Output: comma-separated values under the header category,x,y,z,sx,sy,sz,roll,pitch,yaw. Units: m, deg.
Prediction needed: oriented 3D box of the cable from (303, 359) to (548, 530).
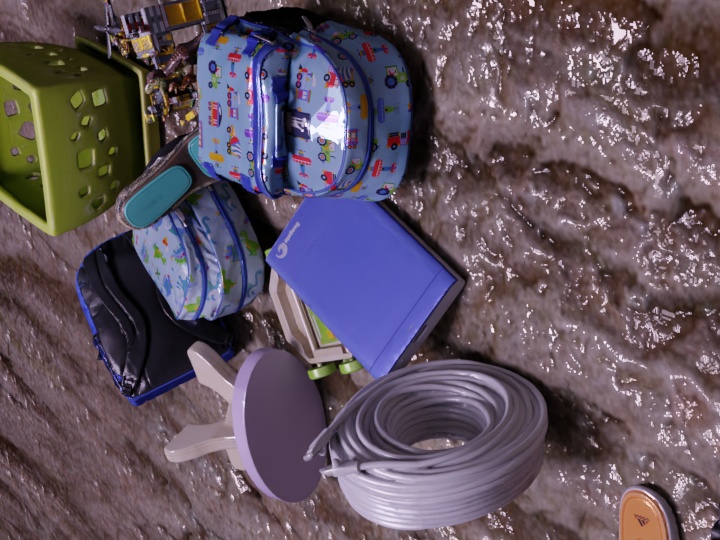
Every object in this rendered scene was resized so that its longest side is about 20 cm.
category,x,y,z,sx,sy,sz,roll,pitch,yaw
cable,0.072,0.157,1.164,0.199,0.200,0.070,5,119,25

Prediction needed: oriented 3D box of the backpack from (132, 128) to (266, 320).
category,x,y,z,sx,sy,sz,roll,pitch,yaw
backpack,-0.192,-0.036,1.499,0.200,0.154,0.163,48,138,11

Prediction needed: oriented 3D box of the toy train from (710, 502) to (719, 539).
category,x,y,z,sx,sy,sz,roll,pitch,yaw
toy train,0.324,0.271,0.984,0.114,0.085,0.201,6,111,40

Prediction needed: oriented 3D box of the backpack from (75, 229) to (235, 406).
category,x,y,z,sx,sy,sz,roll,pitch,yaw
backpack,-0.273,0.055,1.626,0.201,0.162,0.168,62,167,6

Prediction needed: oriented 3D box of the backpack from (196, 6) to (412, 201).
category,x,y,z,sx,sy,sz,roll,pitch,yaw
backpack,-0.048,-0.149,1.214,0.200,0.134,0.183,26,120,41

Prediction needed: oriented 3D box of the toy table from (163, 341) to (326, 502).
category,x,y,z,sx,sy,sz,roll,pitch,yaw
toy table,-0.129,0.173,1.489,0.117,0.184,0.201,10,118,37

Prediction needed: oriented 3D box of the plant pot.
category,x,y,z,sx,sy,sz,roll,pitch,yaw
plant pot,-0.364,-0.184,1.605,0.200,0.181,0.200,31,131,43

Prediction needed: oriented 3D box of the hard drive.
category,x,y,z,sx,sy,sz,roll,pitch,yaw
hard drive,0.000,0.000,1.281,0.200,0.025,0.132,45,110,31

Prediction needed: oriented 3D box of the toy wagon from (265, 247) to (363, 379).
category,x,y,z,sx,sy,sz,roll,pitch,yaw
toy wagon,-0.034,0.036,1.389,0.200,0.039,0.156,-15,95,56

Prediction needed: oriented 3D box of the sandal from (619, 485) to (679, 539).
category,x,y,z,sx,sy,sz,roll,pitch,yaw
sandal,0.242,0.290,1.119,0.079,0.059,0.208,10,116,52

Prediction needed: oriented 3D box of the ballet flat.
category,x,y,z,sx,sy,sz,roll,pitch,yaw
ballet flat,-0.190,-0.120,1.416,0.068,0.200,0.075,56,178,-30

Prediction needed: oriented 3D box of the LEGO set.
category,x,y,z,sx,sy,sz,roll,pitch,yaw
LEGO set,-0.227,-0.235,1.440,0.200,0.116,0.155,14,119,51
